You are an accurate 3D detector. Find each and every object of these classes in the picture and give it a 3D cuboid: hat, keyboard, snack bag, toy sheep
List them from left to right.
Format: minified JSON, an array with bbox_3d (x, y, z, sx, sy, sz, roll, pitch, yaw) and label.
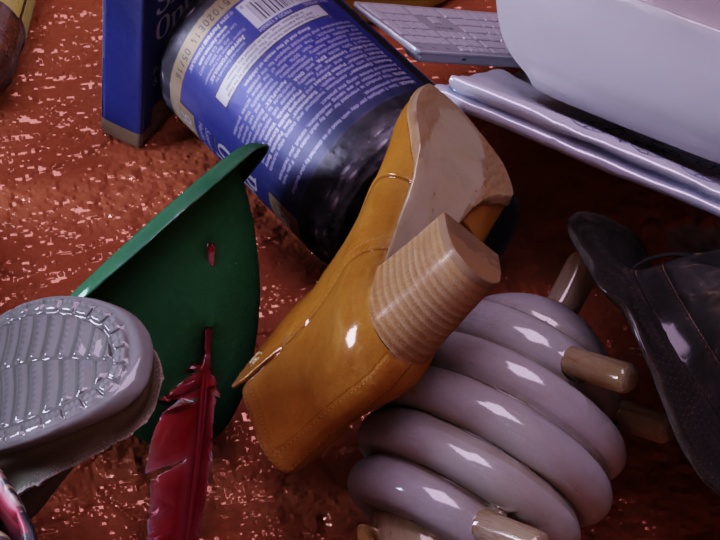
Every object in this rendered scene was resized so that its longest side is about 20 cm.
[{"bbox_3d":[-0.064,0.066,1.022,0.200,0.166,0.176,-42,89,2],"label":"hat"},{"bbox_3d":[0.079,-0.134,1.195,0.200,0.011,0.056,-3,41,-48],"label":"keyboard"},{"bbox_3d":[0.067,0.079,0.985,0.138,0.138,0.200,27,70,17],"label":"toy sheep"},{"bbox_3d":[0.150,-0.071,1.125,0.188,0.021,0.200,23,13,14],"label":"snack bag"},{"bbox_3d":[0.186,0.032,0.996,0.081,0.201,0.201,-32,50,16],"label":"hat"}]

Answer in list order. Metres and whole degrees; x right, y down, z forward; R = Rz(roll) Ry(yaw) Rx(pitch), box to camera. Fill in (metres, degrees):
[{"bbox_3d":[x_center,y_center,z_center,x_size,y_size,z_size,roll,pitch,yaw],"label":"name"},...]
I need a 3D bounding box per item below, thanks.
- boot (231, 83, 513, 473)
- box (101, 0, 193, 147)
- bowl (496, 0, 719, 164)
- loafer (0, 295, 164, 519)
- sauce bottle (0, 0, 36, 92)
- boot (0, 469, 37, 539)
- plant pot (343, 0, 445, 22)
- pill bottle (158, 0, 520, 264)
[{"bbox_3d":[0.000,0.001,0.986,0.071,0.144,0.201,41,23,-18],"label":"boot"},{"bbox_3d":[-0.099,-0.176,1.147,0.032,0.200,0.121,25,51,16],"label":"box"},{"bbox_3d":[0.179,-0.117,1.107,0.200,0.075,0.200,23,22,22],"label":"bowl"},{"bbox_3d":[-0.157,0.070,0.936,0.200,0.070,0.075,-20,50,35],"label":"loafer"},{"bbox_3d":[-0.223,-0.142,1.193,0.066,0.066,0.200,7,47,0],"label":"sauce bottle"},{"bbox_3d":[-0.157,0.172,0.868,0.073,0.151,0.200,-14,53,-18],"label":"boot"},{"bbox_3d":[-0.006,-0.285,1.262,0.201,0.189,0.201,3,49,-3],"label":"plant pot"},{"bbox_3d":[-0.010,-0.072,1.124,0.112,0.112,0.200,-28,57,-27],"label":"pill bottle"}]
